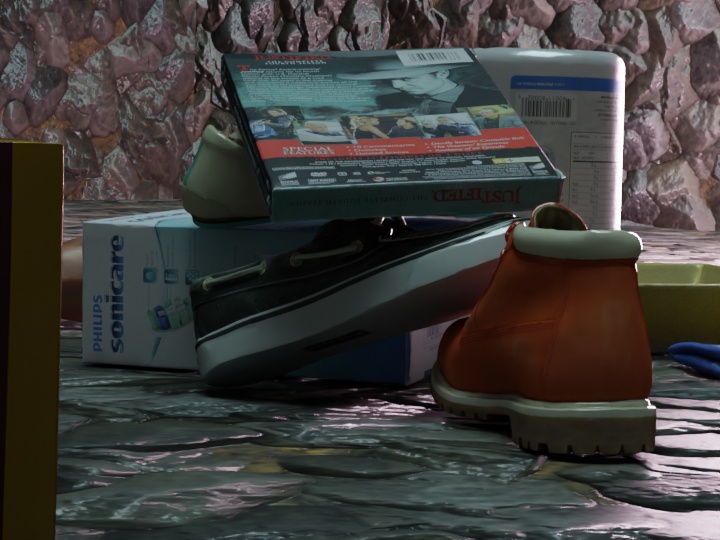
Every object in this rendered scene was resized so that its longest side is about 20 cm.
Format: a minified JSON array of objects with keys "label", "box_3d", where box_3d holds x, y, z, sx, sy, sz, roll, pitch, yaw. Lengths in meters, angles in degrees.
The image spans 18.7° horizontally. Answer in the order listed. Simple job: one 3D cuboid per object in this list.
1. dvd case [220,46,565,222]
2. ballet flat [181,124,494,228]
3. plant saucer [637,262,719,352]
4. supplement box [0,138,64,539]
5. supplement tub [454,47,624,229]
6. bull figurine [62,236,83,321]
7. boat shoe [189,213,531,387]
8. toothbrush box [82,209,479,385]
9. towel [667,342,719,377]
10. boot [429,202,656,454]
[{"label":"dvd case","box_3d":[0.010,-0.075,1.139,0.146,0.022,0.200,-3,26,-11]},{"label":"ballet flat","box_3d":[-0.005,-0.059,1.213,0.200,0.070,0.069,-4,6,-31]},{"label":"plant saucer","box_3d":[0.183,0.024,1.446,0.199,0.049,0.200,0,4,-17]},{"label":"supplement box","box_3d":[-0.222,0.020,0.695,0.197,0.133,0.200,0,4,-30]},{"label":"supplement tub","box_3d":[0.138,-0.071,1.703,0.132,0.201,0.132,2,4,0]},{"label":"bull figurine","box_3d":[-0.124,0.006,1.473,0.199,0.065,0.121,4,0,-2]},{"label":"boat shoe","box_3d":[0.000,0.000,1.098,0.200,0.064,0.071,-19,-18,20]},{"label":"toothbrush box","box_3d":[-0.041,0.011,1.259,0.199,0.086,0.146,4,6,19]},{"label":"towel","box_3d":[0.297,0.051,1.272,0.199,0.024,0.147,1,3,-12]},{"label":"boot","box_3d":[0.085,0.022,1.019,0.075,0.108,0.200,-2,3,-17]}]
